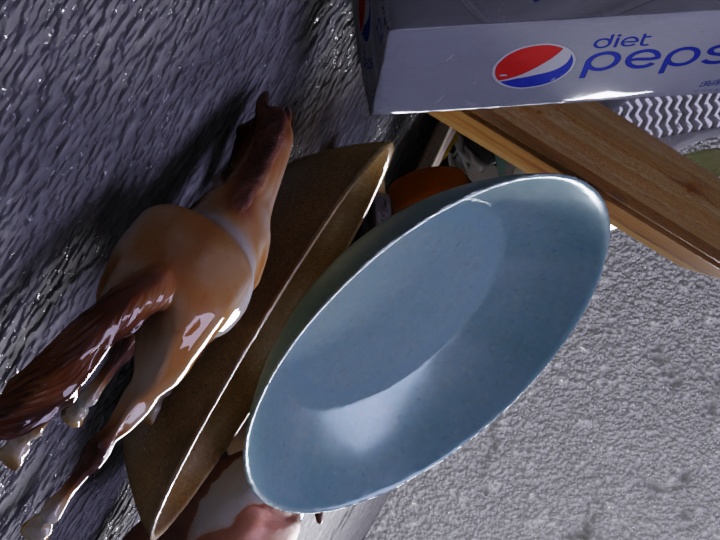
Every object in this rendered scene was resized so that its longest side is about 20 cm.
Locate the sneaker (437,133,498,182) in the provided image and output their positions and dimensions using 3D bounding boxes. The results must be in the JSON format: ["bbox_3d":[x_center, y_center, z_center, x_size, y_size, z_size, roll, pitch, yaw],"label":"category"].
[{"bbox_3d":[0.088,-0.092,1.061,0.200,0.074,0.088,-42,136,14],"label":"sneaker"}]

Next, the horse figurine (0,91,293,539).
[{"bbox_3d":[-0.071,0.015,0.613,0.133,0.050,0.200,-55,177,16],"label":"horse figurine"}]

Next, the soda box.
[{"bbox_3d":[0.099,-0.111,0.719,0.068,0.198,0.064,103,-20,-65],"label":"soda box"}]

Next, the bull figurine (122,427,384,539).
[{"bbox_3d":[-0.074,0.141,0.889,0.200,0.065,0.122,-38,163,-11],"label":"bull figurine"}]

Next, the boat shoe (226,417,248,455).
[{"bbox_3d":[-0.030,0.058,1.023,0.064,0.072,0.200,-27,-176,17],"label":"boat shoe"}]

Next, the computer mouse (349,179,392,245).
[{"bbox_3d":[0.000,0.000,0.962,0.200,0.044,0.111,77,2,-85],"label":"computer mouse"}]

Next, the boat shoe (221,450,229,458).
[{"bbox_3d":[-0.068,0.141,1.036,0.075,0.066,0.200,-56,171,-21],"label":"boat shoe"}]

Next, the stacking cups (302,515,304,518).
[{"bbox_3d":[-0.066,0.161,1.205,0.061,0.060,0.201,54,61,-82],"label":"stacking cups"}]

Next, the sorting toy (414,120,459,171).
[{"bbox_3d":[0.076,-0.098,1.210,0.201,0.036,0.185,-60,173,-3],"label":"sorting toy"}]

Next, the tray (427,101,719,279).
[{"bbox_3d":[0.101,-0.054,0.830,0.037,0.199,0.099,-61,-165,0],"label":"tray"}]

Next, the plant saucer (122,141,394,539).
[{"bbox_3d":[-0.051,0.022,0.782,0.201,0.035,0.200,-58,177,-6],"label":"plant saucer"}]

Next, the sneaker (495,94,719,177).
[{"bbox_3d":[0.153,-0.109,0.943,0.199,0.074,0.118,-29,-152,4],"label":"sneaker"}]

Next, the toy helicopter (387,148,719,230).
[{"bbox_3d":[0.119,-0.023,1.024,0.199,0.079,0.132,-18,160,15],"label":"toy helicopter"}]

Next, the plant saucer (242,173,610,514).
[{"bbox_3d":[0.023,0.024,0.799,0.200,0.039,0.202,-30,149,-20],"label":"plant saucer"}]
